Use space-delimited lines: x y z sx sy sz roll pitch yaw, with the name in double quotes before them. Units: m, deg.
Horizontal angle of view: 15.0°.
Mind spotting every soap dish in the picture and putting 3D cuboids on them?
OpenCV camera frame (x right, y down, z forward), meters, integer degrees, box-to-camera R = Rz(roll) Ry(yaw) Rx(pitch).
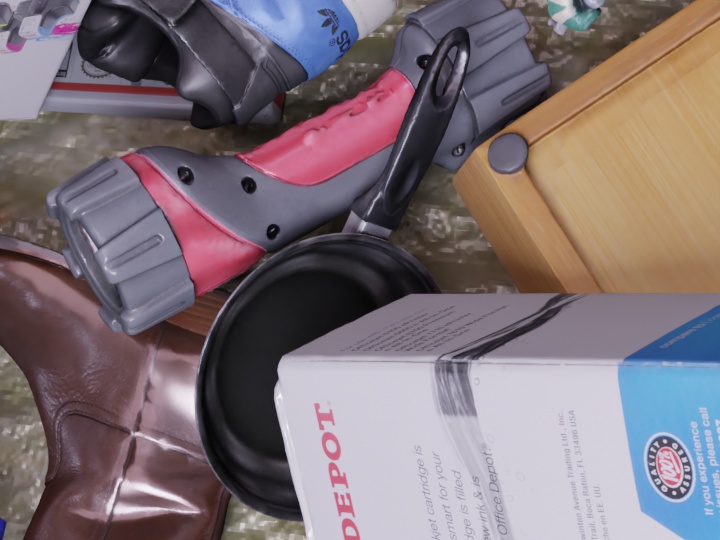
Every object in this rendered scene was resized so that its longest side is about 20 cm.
"soap dish" 0.143 -0.006 1.031 0.157 0.081 0.201 -33 66 4

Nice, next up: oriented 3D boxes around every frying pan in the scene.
"frying pan" -0.015 0.004 1.045 0.031 0.114 0.191 26 120 57

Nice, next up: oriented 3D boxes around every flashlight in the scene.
"flashlight" -0.023 -0.049 1.070 0.199 0.068 0.068 -31 67 -15

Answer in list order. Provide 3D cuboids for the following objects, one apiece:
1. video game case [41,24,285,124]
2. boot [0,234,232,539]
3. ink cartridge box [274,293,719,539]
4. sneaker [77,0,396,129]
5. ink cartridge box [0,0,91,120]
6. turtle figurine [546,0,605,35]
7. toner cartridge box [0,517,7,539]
"video game case" -0.087 -0.163 1.183 0.142 0.017 0.201 4 74 18
"boot" -0.134 0.094 1.095 0.185 0.064 0.201 12 81 22
"ink cartridge box" 0.081 0.087 0.947 0.199 0.084 0.146 -1 108 42
"sneaker" -0.088 -0.144 1.125 0.111 0.077 0.200 -39 73 -9
"ink cartridge box" -0.159 -0.139 1.115 0.067 0.200 0.116 -4 60 -27
"turtle figurine" 0.110 -0.163 1.047 0.199 0.101 0.150 13 61 47
"toner cartridge box" -0.228 0.160 1.056 0.095 0.043 0.201 32 101 -8
